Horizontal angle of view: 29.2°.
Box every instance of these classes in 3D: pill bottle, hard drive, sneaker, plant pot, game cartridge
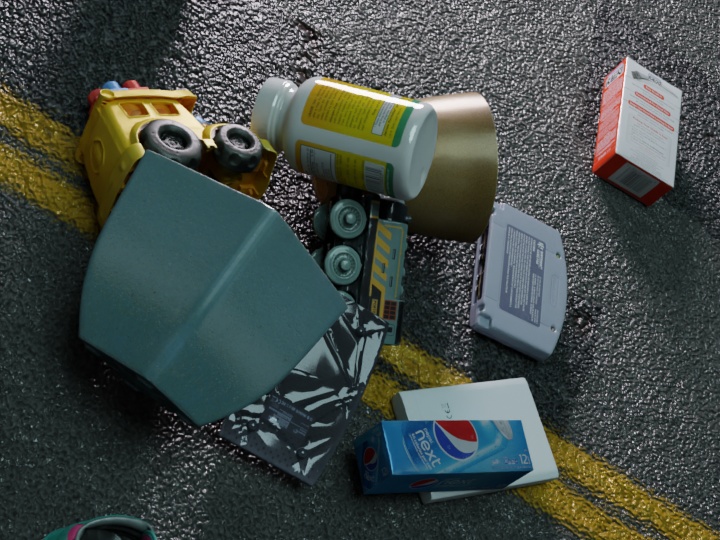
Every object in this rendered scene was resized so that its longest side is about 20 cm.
[{"bbox_3d":[-0.020,-0.157,1.579,0.198,0.114,0.113,15,48,15],"label":"pill bottle"},{"bbox_3d":[0.139,0.201,1.660,0.198,0.027,0.133,-3,66,-35],"label":"hard drive"},{"bbox_3d":[-0.207,0.297,1.301,0.199,0.121,0.084,34,49,-13],"label":"sneaker"},{"bbox_3d":[-0.169,0.036,1.406,0.201,0.195,0.196,-55,144,-15],"label":"plant pot"},{"bbox_3d":[-0.064,0.118,1.514,0.134,0.042,0.202,30,76,-16],"label":"hard drive"},{"bbox_3d":[0.046,-0.130,1.706,0.197,0.187,0.189,0,62,-17],"label":"plant pot"},{"bbox_3d":[0.211,0.016,1.813,0.132,0.041,0.202,23,53,-17],"label":"game cartridge"}]

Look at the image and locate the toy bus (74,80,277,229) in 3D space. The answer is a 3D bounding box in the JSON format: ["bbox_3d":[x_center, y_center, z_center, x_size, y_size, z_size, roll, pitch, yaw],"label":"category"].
[{"bbox_3d":[-0.222,-0.143,1.561,0.198,0.136,0.193,-6,51,-38],"label":"toy bus"}]

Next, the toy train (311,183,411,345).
[{"bbox_3d":[0.000,0.000,1.614,0.113,0.085,0.203,8,84,-22],"label":"toy train"}]

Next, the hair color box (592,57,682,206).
[{"bbox_3d":[0.415,-0.208,2.067,0.110,0.064,0.202,28,53,-17],"label":"hair color box"}]

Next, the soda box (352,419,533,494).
[{"bbox_3d":[0.095,0.210,1.561,0.198,0.068,0.065,3,62,-33],"label":"soda box"}]
